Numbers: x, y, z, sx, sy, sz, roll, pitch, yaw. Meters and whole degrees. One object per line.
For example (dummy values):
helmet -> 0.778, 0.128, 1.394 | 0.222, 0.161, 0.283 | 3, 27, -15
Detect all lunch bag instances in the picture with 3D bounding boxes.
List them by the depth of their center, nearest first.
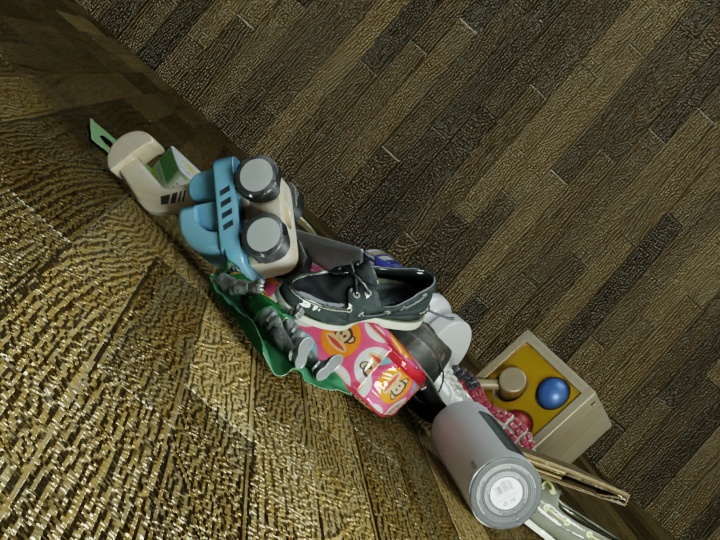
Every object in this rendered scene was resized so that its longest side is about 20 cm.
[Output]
lunch bag -> -0.017, 0.075, 1.603 | 0.200, 0.082, 0.176 | 44, 0, 10

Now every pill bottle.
pill bottle -> 0.060, 0.064, 2.091 | 0.200, 0.116, 0.116 | 37, 0, 37

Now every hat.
hat -> 0.058, 0.095, 1.764 | 0.200, 0.081, 0.201 | 39, -15, 13

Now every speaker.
speaker -> 0.133, 0.208, 1.583 | 0.081, 0.081, 0.200 | 41, 3, -14

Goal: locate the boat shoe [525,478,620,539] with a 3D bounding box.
boat shoe -> 0.225, 0.289, 1.752 | 0.201, 0.060, 0.072 | 41, 5, 1

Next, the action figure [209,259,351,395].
action figure -> -0.091, 0.042, 1.383 | 0.118, 0.055, 0.200 | 35, 3, -42

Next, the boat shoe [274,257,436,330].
boat shoe -> 0.003, 0.019, 1.487 | 0.198, 0.066, 0.075 | 10, 39, -38

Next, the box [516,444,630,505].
box -> 0.223, 0.239, 1.780 | 0.162, 0.021, 0.200 | 20, -3, -10

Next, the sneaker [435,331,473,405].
sneaker -> 0.093, 0.127, 1.866 | 0.199, 0.085, 0.073 | 34, 5, 23

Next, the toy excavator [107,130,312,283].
toy excavator -> -0.166, -0.069, 1.525 | 0.100, 0.198, 0.197 | 49, 31, -68

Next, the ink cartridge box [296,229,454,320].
ink cartridge box -> 0.000, 0.000, 1.755 | 0.198, 0.041, 0.199 | 19, -3, 27

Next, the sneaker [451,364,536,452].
sneaker -> 0.167, 0.216, 1.942 | 0.200, 0.080, 0.075 | 54, -20, 34

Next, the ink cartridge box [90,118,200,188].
ink cartridge box -> -0.239, -0.122, 1.769 | 0.200, 0.048, 0.146 | 44, 3, -19

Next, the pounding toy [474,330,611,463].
pounding toy -> 0.214, 0.190, 2.077 | 0.200, 0.184, 0.142 | 45, -7, 40

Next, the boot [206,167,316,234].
boot -> -0.129, -0.058, 1.997 | 0.199, 0.072, 0.155 | 35, 5, -22
